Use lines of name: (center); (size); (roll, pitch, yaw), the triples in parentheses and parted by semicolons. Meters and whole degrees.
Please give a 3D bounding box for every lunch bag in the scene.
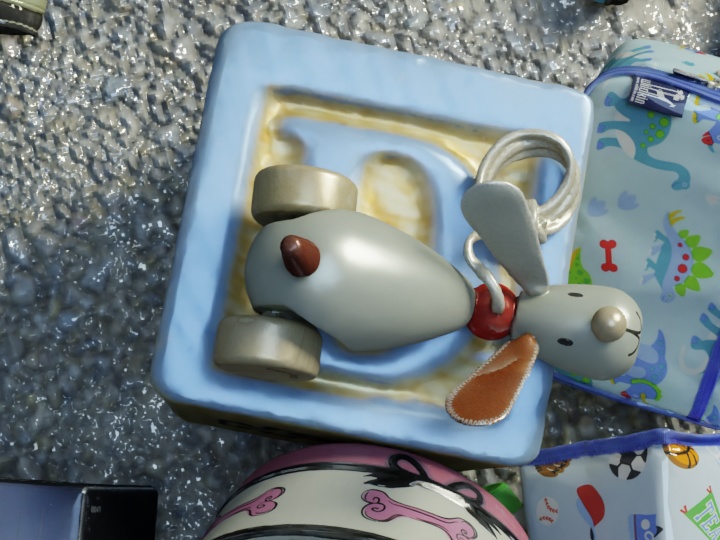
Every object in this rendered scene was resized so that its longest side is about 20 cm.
lunch bag: (0.183, -0.018, 0.775); (0.159, 0.083, 0.202); (20, 118, 9)
lunch bag: (0.196, 0.175, 0.765); (0.199, 0.123, 0.173); (10, 72, -46)

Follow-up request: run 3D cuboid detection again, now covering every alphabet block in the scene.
alphabet block: (0.000, 0.000, 0.752); (0.194, 0.200, 0.198); (13, 81, -3)

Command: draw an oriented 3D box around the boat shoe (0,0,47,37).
boat shoe: (-0.287, -0.145, 0.814); (0.198, 0.072, 0.067); (3, 91, -5)

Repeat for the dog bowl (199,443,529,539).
dog bowl: (0.004, 0.168, 0.689); (0.198, 0.201, 0.074); (22, 43, -2)

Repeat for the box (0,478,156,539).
box: (-0.223, 0.207, 0.710); (0.195, 0.123, 0.203); (1, 81, 10)

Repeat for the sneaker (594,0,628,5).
sneaker: (0.223, -0.237, 0.867); (0.082, 0.073, 0.200); (40, 80, 11)

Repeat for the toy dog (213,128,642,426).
toy dog: (0.030, 0.005, 0.604); (0.197, 0.096, 0.134); (-11, 83, -7)

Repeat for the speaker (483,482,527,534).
speaker: (0.088, 0.229, 0.785); (0.087, 0.088, 0.202); (-21, 84, -8)
